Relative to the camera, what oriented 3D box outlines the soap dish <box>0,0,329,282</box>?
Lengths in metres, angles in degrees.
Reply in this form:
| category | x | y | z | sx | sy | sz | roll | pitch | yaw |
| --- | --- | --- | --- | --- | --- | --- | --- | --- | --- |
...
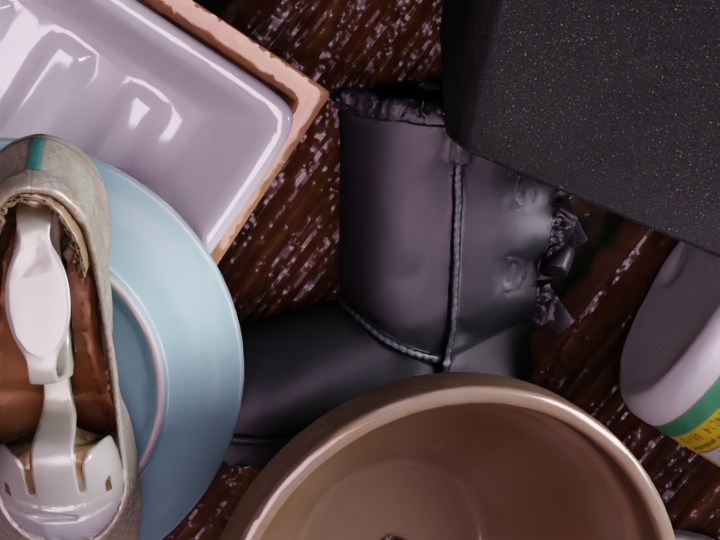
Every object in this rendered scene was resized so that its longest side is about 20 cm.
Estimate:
| category | x | y | z | sx | sy | sz | roll | pitch | yaw |
| --- | --- | --- | --- | --- | --- | --- | --- | --- | --- |
| soap dish | -0.138 | -0.067 | 1.125 | 0.199 | 0.081 | 0.158 | 33 | 101 | -11 |

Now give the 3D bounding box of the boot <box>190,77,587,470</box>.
| category | x | y | z | sx | sy | sz | roll | pitch | yaw |
| --- | --- | --- | --- | --- | --- | --- | --- | --- | --- |
| boot | 0.000 | 0.000 | 1.157 | 0.197 | 0.073 | 0.163 | 3 | 108 | -12 |

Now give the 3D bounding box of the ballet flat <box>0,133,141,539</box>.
| category | x | y | z | sx | sy | sz | roll | pitch | yaw |
| --- | --- | --- | --- | --- | --- | --- | --- | --- | --- |
| ballet flat | -0.124 | 0.047 | 1.059 | 0.067 | 0.062 | 0.201 | -5 | 110 | -1 |

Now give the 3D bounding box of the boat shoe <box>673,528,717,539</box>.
| category | x | y | z | sx | sy | sz | roll | pitch | yaw |
| --- | --- | --- | --- | --- | --- | --- | --- | --- | --- |
| boat shoe | 0.080 | 0.161 | 1.209 | 0.199 | 0.069 | 0.072 | -2 | 106 | -2 |

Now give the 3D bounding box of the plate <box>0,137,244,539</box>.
| category | x | y | z | sx | sy | sz | roll | pitch | yaw |
| --- | --- | --- | --- | --- | --- | --- | --- | --- | --- |
| plate | -0.147 | 0.045 | 1.104 | 0.199 | 0.026 | 0.201 | -1 | 110 | -2 |

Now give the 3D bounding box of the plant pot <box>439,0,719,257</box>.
| category | x | y | z | sx | sy | sz | roll | pitch | yaw |
| --- | --- | --- | --- | --- | --- | --- | --- | --- | --- |
| plant pot | 0.127 | -0.124 | 1.076 | 0.199 | 0.200 | 0.178 | 22 | 113 | -10 |

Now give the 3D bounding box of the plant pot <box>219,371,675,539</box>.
| category | x | y | z | sx | sy | sz | roll | pitch | yaw |
| --- | --- | --- | --- | --- | --- | --- | --- | --- | --- |
| plant pot | 0.023 | 0.132 | 1.120 | 0.200 | 0.093 | 0.202 | -5 | 106 | -18 |

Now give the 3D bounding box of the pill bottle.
| category | x | y | z | sx | sy | sz | roll | pitch | yaw |
| --- | --- | --- | --- | --- | --- | --- | --- | --- | --- |
| pill bottle | 0.221 | 0.059 | 1.166 | 0.199 | 0.113 | 0.113 | 30 | 102 | -11 |
